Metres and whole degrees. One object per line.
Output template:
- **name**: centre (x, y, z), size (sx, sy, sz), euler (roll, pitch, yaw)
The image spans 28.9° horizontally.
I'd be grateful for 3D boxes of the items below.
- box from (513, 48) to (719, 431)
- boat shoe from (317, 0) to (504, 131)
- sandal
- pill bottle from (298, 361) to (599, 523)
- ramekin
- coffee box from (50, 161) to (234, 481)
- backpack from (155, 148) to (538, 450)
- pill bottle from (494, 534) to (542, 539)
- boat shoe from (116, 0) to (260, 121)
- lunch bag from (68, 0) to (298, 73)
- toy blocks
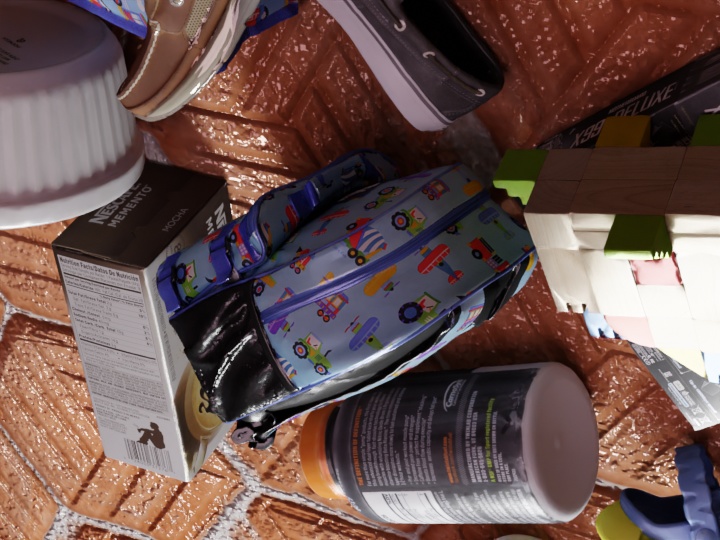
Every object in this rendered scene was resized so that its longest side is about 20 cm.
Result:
- **box**: centre (0.205, -0.013, 0.799), size (0.158, 0.050, 0.200), euler (-28, 108, 43)
- **boat shoe**: centre (0.015, -0.163, 0.776), size (0.066, 0.070, 0.200), euler (-20, 121, 29)
- **sandal**: centre (0.259, 0.177, 0.907), size (0.200, 0.079, 0.087), euler (23, 106, 3)
- **pill bottle**: centre (0.054, 0.121, 0.963), size (0.200, 0.106, 0.106), euler (-7, 121, 36)
- **ramekin**: centre (-0.240, -0.111, 0.902), size (0.202, 0.202, 0.094), euler (17, 120, 20)
- **coffee box**: centre (-0.143, 0.037, 1.013), size (0.080, 0.113, 0.200), euler (13, 130, 23)
- **backpack**: centre (0.000, 0.000, 0.843), size (0.200, 0.182, 0.135), euler (-28, 92, 45)
- **pill bottle**: centre (0.082, 0.291, 1.081), size (0.111, 0.111, 0.200), euler (40, 136, -3)
- **boat shoe**: centre (-0.079, -0.160, 0.713), size (0.072, 0.076, 0.200), euler (31, 126, -15)
- **lunch bag**: centre (-0.143, -0.225, 0.820), size (0.200, 0.094, 0.151), euler (21, 133, 23)
- **toy blocks**: centre (0.180, 0.002, 0.738), size (0.200, 0.100, 0.137), euler (2, 137, 30)
